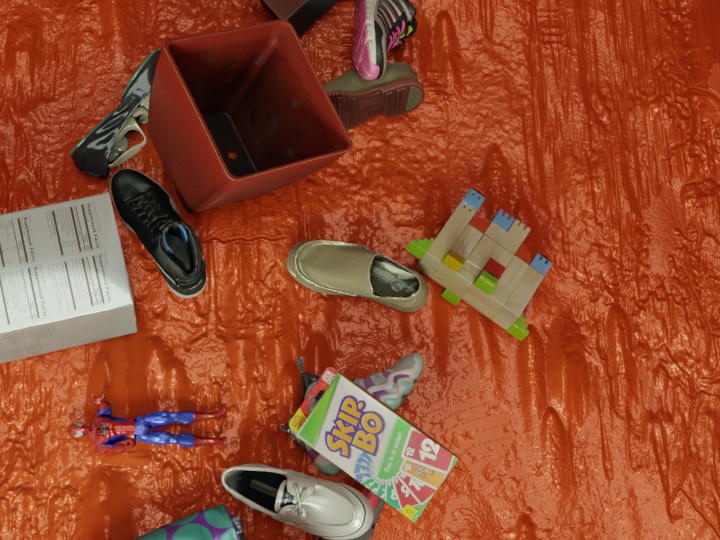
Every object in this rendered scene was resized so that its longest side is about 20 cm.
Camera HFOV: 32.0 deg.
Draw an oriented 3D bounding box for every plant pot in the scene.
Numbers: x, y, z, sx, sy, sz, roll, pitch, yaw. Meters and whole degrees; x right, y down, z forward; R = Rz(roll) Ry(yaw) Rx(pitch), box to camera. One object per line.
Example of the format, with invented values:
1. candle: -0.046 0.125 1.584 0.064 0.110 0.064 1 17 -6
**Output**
1. plant pot: -0.167 -0.182 1.637 0.200 0.176 0.200 -19 77 -38

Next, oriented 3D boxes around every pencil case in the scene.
1. pencil case: -0.234 0.362 1.544 0.199 0.085 0.093 -22 52 -13

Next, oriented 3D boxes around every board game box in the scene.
1. board game box: 0.013 0.211 1.547 0.200 0.030 0.096 35 90 12

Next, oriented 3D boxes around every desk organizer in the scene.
1. desk organizer: -0.052 -0.426 1.763 0.200 0.072 0.077 -42 75 2

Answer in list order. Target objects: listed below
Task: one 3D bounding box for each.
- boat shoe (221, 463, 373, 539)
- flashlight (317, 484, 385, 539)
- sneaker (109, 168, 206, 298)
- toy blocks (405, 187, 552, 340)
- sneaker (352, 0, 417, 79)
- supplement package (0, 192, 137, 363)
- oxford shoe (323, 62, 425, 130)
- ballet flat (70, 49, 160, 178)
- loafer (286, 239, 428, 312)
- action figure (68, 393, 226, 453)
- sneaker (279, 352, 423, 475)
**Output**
1. boat shoe: -0.082 0.280 1.553 0.199 0.066 0.072 18 86 28
2. flashlight: 0.003 0.284 1.581 0.068 0.068 0.201 21 93 1
3. sneaker: -0.260 -0.065 1.643 0.073 0.112 0.200 -33 82 -16
4. toy blocks: 0.177 -0.020 1.714 0.200 0.100 0.137 35 62 3
5. sneaker: 0.039 -0.340 1.763 0.087 0.074 0.200 11 47 -11
6. supplement package: -0.395 0.013 1.581 0.199 0.152 0.151 -13 76 -11
7. oxford shoe: -0.014 -0.247 1.765 0.199 0.071 0.075 -10 50 -9
8. ballet flat: -0.306 -0.205 1.699 0.073 0.073 0.200 36 79 3
9. loafer: 0.000 0.000 1.686 0.199 0.068 0.076 13 73 -4
10. action figure: -0.269 0.194 1.582 0.199 0.099 0.066 -2 74 -6
11. sneaker: -0.021 0.151 1.637 0.140 0.078 0.200 42 73 4
